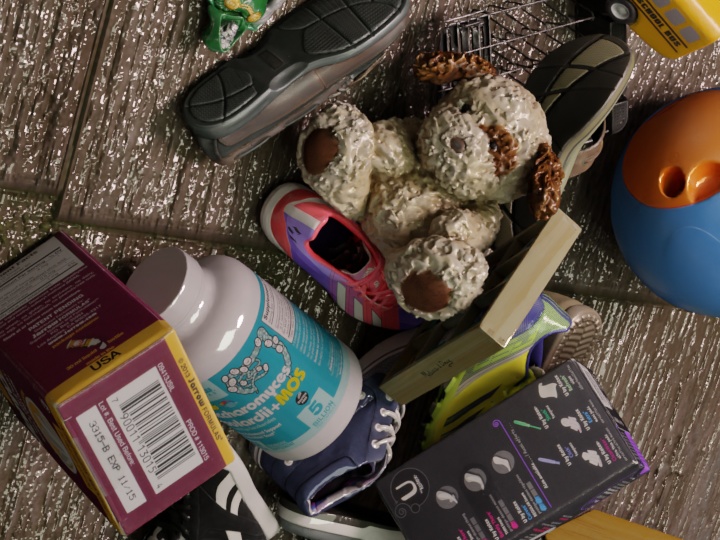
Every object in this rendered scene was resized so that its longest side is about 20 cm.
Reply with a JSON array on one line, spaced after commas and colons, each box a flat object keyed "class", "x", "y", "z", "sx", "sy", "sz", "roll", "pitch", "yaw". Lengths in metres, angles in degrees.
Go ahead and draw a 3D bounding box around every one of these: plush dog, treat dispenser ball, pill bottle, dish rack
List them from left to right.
[{"class": "pill bottle", "x": -0.097, "y": 0.061, "z": 1.521, "sx": 0.200, "sy": 0.111, "sz": 0.111, "roll": 39, "pitch": 87, "yaw": -38}, {"class": "plush dog", "x": 0.076, "y": -0.076, "z": 1.518, "sx": 0.172, "sy": 0.200, "sz": 0.160, "roll": -42, "pitch": 164, "yaw": 15}, {"class": "dish rack", "x": 0.140, "y": -0.165, "z": 1.616, "sx": 0.199, "sy": 0.055, "sz": 0.154, "roll": -18, "pitch": 117, "yaw": -24}, {"class": "treat dispenser ball", "x": 0.319, "y": -0.060, "z": 1.684, "sx": 0.200, "sy": 0.201, "sz": 0.202, "roll": -13, "pitch": 117, "yaw": -28}]

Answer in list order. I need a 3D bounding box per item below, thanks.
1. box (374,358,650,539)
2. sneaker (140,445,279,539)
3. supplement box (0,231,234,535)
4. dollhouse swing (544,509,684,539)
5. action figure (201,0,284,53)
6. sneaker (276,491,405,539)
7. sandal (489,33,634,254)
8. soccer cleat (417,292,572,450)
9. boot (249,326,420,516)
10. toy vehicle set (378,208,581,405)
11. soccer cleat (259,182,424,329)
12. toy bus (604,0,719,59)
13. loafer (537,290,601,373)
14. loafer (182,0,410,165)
[{"class": "box", "x": 0.130, "y": 0.173, "z": 1.626, "sx": 0.200, "sy": 0.106, "sz": 0.122, "roll": -33, "pitch": 165, "yaw": 7}, {"class": "sneaker", "x": -0.143, "y": 0.191, "z": 1.557, "sx": 0.112, "sy": 0.073, "sz": 0.200, "roll": -40, "pitch": 138, "yaw": -12}, {"class": "supplement box", "x": -0.196, "y": 0.078, "z": 1.405, "sx": 0.103, "sy": 0.200, "sz": 0.131, "roll": -34, "pitch": 125, "yaw": -16}, {"class": "dollhouse swing", "x": 0.226, "y": 0.367, "z": 1.840, "sx": 0.176, "sy": 0.181, "sz": 0.201, "roll": -35, "pitch": 129, "yaw": -41}, {"class": "action figure", "x": -0.060, "y": -0.251, "z": 1.449, "sx": 0.118, "sy": 0.055, "sz": 0.200, "roll": 27, "pitch": 98, "yaw": -41}, {"class": "sneaker", "x": -0.017, "y": 0.265, "z": 1.676, "sx": 0.200, "sy": 0.083, "sz": 0.121, "roll": 23, "pitch": 90, "yaw": -46}, {"class": "sandal", "x": 0.161, "y": -0.104, "z": 1.585, "sx": 0.057, "sy": 0.080, "sz": 0.201, "roll": 10, "pitch": 113, "yaw": -51}, {"class": "soccer cleat", "x": 0.114, "y": 0.100, "z": 1.665, "sx": 0.083, "sy": 0.065, "sz": 0.201, "roll": 26, "pitch": 122, "yaw": -3}, {"class": "boot", "x": 0.011, "y": 0.130, "z": 1.627, "sx": 0.200, "sy": 0.090, "sz": 0.073, "roll": -33, "pitch": 140, "yaw": -15}, {"class": "toy vehicle set", "x": 0.093, "y": 0.033, "z": 1.543, "sx": 0.026, "sy": 0.200, "sz": 0.124, "roll": 39, "pitch": 63, "yaw": -7}, {"class": "soccer cleat", "x": 0.000, "y": 0.000, "z": 1.581, "sx": 0.200, "sy": 0.073, "sz": 0.068, "roll": 40, "pitch": 85, "yaw": -39}, {"class": "toy bus", "x": 0.216, "y": -0.266, "z": 1.563, "sx": 0.200, "sy": 0.078, "sz": 0.065, "roll": 46, "pitch": 58, "yaw": -16}, {"class": "loafer", "x": 0.146, "y": 0.101, "z": 1.729, "sx": 0.075, "sy": 0.068, "sz": 0.200, "roll": 7, "pitch": 122, "yaw": -43}, {"class": "loafer", "x": -0.046, "y": -0.154, "z": 1.498, "sx": 0.200, "sy": 0.072, "sz": 0.063, "roll": -32, "pitch": 143, "yaw": -10}]
